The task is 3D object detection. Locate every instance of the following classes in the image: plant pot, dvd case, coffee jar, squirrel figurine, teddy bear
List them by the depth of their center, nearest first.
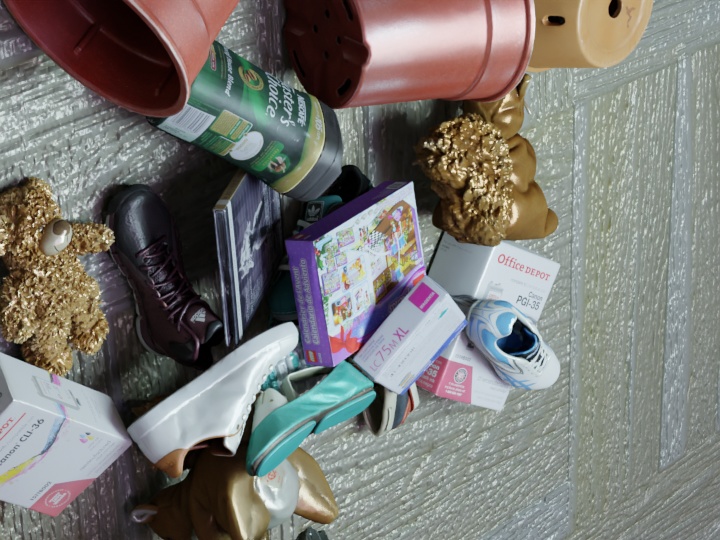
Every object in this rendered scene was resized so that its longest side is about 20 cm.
[{"bbox_3d":[-0.178,-0.273,1.401,0.196,0.200,0.201,-55,138,-23],"label":"plant pot"},{"bbox_3d":[-0.285,0.014,1.515,0.145,0.067,0.201,-19,122,-42],"label":"teddy bear"},{"bbox_3d":[-0.108,-0.147,1.557,0.200,0.105,0.085,27,124,-33],"label":"coffee jar"},{"bbox_3d":[-0.110,-0.038,1.628,0.200,0.016,0.149,-68,159,-60],"label":"dvd case"},{"bbox_3d":[0.040,-0.254,1.646,0.195,0.201,0.202,-15,119,-32],"label":"plant pot"},{"bbox_3d":[-0.157,0.214,1.685,0.141,0.186,0.201,-24,91,-46],"label":"squirrel figurine"},{"bbox_3d":[0.142,-0.130,1.802,0.200,0.141,0.188,-29,125,-67],"label":"squirrel figurine"},{"bbox_3d":[0.239,-0.315,1.849,0.200,0.140,0.201,-21,122,-38],"label":"plant pot"}]

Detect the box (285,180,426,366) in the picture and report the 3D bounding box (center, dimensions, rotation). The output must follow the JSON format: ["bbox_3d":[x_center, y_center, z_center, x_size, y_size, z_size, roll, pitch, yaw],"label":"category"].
[{"bbox_3d":[0.000,0.000,1.708,0.200,0.039,0.138,-32,119,-51],"label":"box"}]

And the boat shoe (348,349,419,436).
[{"bbox_3d":[0.017,0.110,1.877,0.063,0.071,0.201,-39,137,-23],"label":"boat shoe"}]

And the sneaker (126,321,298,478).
[{"bbox_3d":[-0.128,0.131,1.588,0.200,0.073,0.085,-36,86,-23],"label":"sneaker"}]

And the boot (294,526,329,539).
[{"bbox_3d":[-0.121,0.322,1.597,0.199,0.073,0.182,-21,168,0],"label":"boot"}]

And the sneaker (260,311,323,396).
[{"bbox_3d":[-0.070,0.072,1.733,0.200,0.091,0.078,-33,124,-49],"label":"sneaker"}]

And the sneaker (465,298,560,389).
[{"bbox_3d":[0.191,0.096,1.921,0.072,0.072,0.200,-59,140,-8],"label":"sneaker"}]

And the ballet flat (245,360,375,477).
[{"bbox_3d":[-0.066,0.143,1.631,0.200,0.070,0.067,-29,157,-48],"label":"ballet flat"}]

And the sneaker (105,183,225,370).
[{"bbox_3d":[-0.178,0.014,1.587,0.076,0.115,0.201,-34,130,-27],"label":"sneaker"}]

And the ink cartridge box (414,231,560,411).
[{"bbox_3d":[0.140,0.055,1.964,0.146,0.083,0.201,18,96,-48],"label":"ink cartridge box"}]

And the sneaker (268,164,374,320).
[{"bbox_3d":[-0.047,-0.033,1.734,0.200,0.071,0.080,-54,132,-36],"label":"sneaker"}]

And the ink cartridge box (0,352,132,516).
[{"bbox_3d":[-0.326,0.150,1.507,0.116,0.068,0.200,-44,140,14],"label":"ink cartridge box"}]

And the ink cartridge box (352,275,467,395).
[{"bbox_3d":[0.058,0.075,1.768,0.119,0.042,0.200,-49,164,-1],"label":"ink cartridge box"}]
